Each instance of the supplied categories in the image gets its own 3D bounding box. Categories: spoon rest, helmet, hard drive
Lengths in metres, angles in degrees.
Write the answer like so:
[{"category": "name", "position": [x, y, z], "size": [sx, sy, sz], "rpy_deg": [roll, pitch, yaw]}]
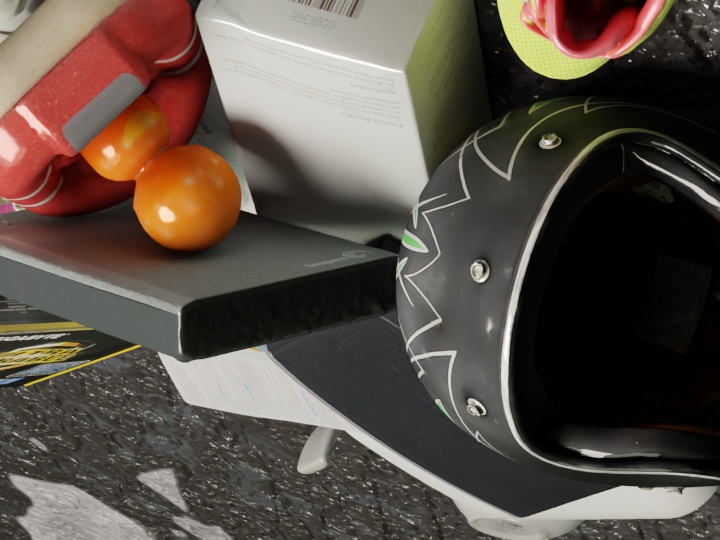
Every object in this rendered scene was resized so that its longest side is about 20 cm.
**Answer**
[{"category": "spoon rest", "position": [0.060, 0.128, 1.716], "size": [0.200, 0.061, 0.099], "rpy_deg": [18, 160, -20]}, {"category": "helmet", "position": [0.112, 0.008, 1.250], "size": [0.190, 0.200, 0.200], "rpy_deg": [15, 155, 0]}, {"category": "hard drive", "position": [0.052, 0.064, 1.400], "size": [0.200, 0.042, 0.135], "rpy_deg": [34, 148, -22]}, {"category": "hard drive", "position": [-0.093, -0.001, 1.312], "size": [0.139, 0.033, 0.200], "rpy_deg": [-12, -161, -39]}]

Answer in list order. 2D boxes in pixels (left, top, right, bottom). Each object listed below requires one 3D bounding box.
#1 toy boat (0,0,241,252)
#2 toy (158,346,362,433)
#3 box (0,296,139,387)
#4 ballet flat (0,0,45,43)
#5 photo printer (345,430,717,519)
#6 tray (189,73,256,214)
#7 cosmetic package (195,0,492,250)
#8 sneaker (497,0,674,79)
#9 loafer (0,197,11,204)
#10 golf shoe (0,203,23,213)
[{"category": "toy boat", "position": [-0.111, -0.063, 1.275], "size": [0.131, 0.131, 0.200], "rpy_deg": [47, 179, 2]}, {"category": "toy", "position": [-0.036, 0.040, 1.527], "size": [0.200, 0.047, 0.115], "rpy_deg": [11, 141, 36]}, {"category": "box", "position": [-0.217, 0.034, 1.592], "size": [0.160, 0.049, 0.200], "rpy_deg": [-17, 171, 33]}, {"category": "ballet flat", "position": [-0.217, -0.161, 1.360], "size": [0.200, 0.068, 0.062], "rpy_deg": [34, 147, -22]}, {"category": "photo printer", "position": [0.104, 0.090, 1.557], "size": [0.166, 0.070, 0.200], "rpy_deg": [34, 154, -35]}, {"category": "tray", "position": [-0.108, -0.066, 1.421], "size": [0.200, 0.107, 0.022], "rpy_deg": [47, -169, -41]}, {"category": "cosmetic package", "position": [-0.002, -0.086, 1.299], "size": [0.113, 0.081, 0.200], "rpy_deg": [17, 156, 15]}, {"category": "sneaker", "position": [0.095, -0.122, 1.124], "size": [0.078, 0.090, 0.200], "rpy_deg": [23, 157, -1]}, {"category": "loafer", "position": [-0.241, -0.127, 1.451], "size": [0.076, 0.068, 0.200], "rpy_deg": [-8, 124, 48]}, {"category": "golf shoe", "position": [-0.160, -0.037, 1.550], "size": [0.200, 0.075, 0.092], "rpy_deg": [16, 158, 19]}]
